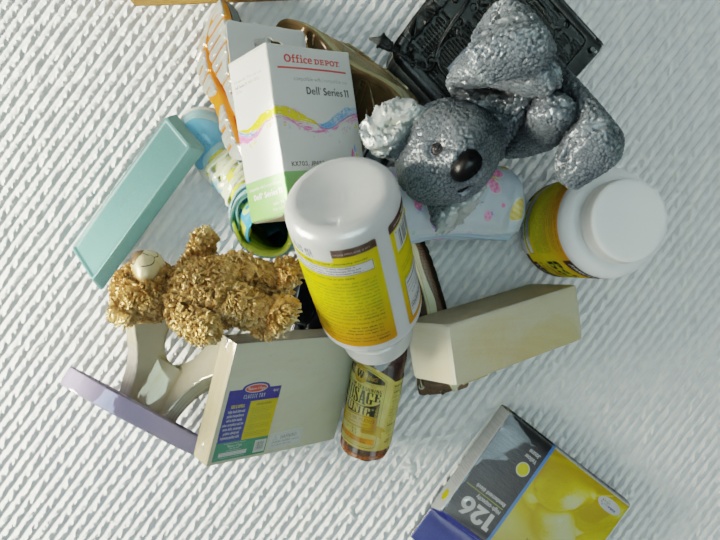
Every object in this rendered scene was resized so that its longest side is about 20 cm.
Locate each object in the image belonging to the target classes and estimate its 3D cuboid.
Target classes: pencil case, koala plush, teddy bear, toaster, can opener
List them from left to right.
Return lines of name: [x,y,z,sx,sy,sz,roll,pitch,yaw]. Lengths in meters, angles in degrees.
teddy bear: [-0.148,0.015,0.774,0.195,0.068,0.147,17,54,10]
can opener: [-0.068,0.078,0.931,0.077,0.063,0.205,4,106,-31]
pencil case: [0.089,-0.070,0.878,0.196,0.084,0.092,-7,54,-31]
koala plush: [0.112,-0.136,0.766,0.199,0.185,0.177,-41,115,16]
toaster: [0.133,-0.242,0.884,0.200,0.119,0.181,43,90,-7]

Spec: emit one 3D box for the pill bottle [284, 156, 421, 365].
pill bottle: [0.000,0.000,0.768,0.107,0.111,0.203,-18,136,-3]

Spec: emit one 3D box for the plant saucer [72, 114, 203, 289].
plant saucer: [-0.252,-0.077,0.886,0.201,0.019,0.070,-50,60,10]

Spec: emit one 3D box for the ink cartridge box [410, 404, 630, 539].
ink cartridge box: [0.195,0.306,0.978,0.196,0.047,0.202,36,89,-8]

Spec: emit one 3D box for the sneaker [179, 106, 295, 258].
sneaker: [-0.131,-0.097,0.869,0.079,0.131,0.200,-43,97,10]

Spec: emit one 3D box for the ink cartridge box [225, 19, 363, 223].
ink cartridge box: [-0.063,-0.157,0.807,0.115,0.066,0.206,-9,90,-45]

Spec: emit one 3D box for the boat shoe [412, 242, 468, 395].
boat shoe: [0.063,0.050,0.931,0.073,0.075,0.207,-18,93,10]

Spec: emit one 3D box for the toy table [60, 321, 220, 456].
toy table: [-0.212,0.113,0.863,0.180,0.201,0.119,21,73,26]

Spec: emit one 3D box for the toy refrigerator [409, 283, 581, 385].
toy refrigerator: [0.153,0.070,0.892,0.196,0.075,0.072,-13,97,-34]

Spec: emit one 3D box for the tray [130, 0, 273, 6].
tray: [-0.161,-0.355,0.893,0.194,0.037,0.102,-4,96,-5]

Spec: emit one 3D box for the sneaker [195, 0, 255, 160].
sneaker: [-0.126,-0.207,0.878,0.076,0.078,0.205,-3,66,-36]

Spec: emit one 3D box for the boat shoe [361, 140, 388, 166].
boat shoe: [-0.012,-0.113,0.914,0.061,0.072,0.203,29,79,8]

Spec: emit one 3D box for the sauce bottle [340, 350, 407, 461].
sauce bottle: [0.019,0.116,0.914,0.064,0.066,0.205,6,108,-5]

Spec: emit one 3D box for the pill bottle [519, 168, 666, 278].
pill bottle: [0.248,-0.048,0.859,0.106,0.200,0.113,0,90,-5]

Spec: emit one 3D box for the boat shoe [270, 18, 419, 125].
boat shoe: [-0.020,-0.214,0.887,0.199,0.064,0.072,40,121,22]

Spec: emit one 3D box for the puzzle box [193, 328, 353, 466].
puzzle box: [-0.084,0.131,0.866,0.025,0.197,0.136,25,104,37]
